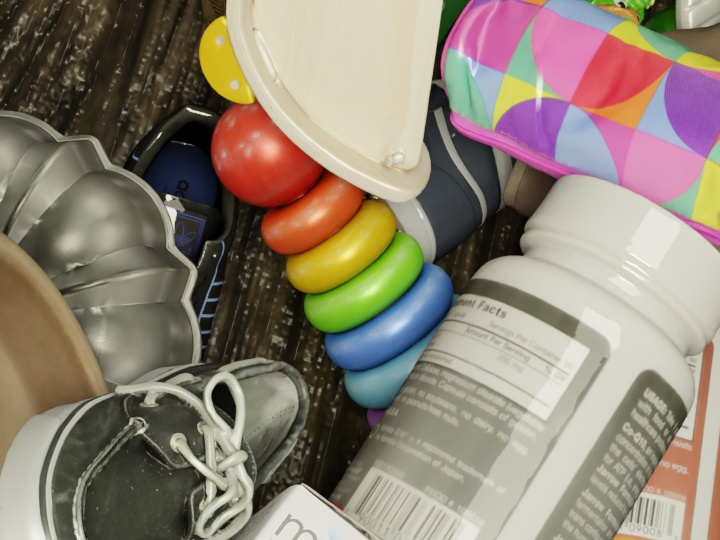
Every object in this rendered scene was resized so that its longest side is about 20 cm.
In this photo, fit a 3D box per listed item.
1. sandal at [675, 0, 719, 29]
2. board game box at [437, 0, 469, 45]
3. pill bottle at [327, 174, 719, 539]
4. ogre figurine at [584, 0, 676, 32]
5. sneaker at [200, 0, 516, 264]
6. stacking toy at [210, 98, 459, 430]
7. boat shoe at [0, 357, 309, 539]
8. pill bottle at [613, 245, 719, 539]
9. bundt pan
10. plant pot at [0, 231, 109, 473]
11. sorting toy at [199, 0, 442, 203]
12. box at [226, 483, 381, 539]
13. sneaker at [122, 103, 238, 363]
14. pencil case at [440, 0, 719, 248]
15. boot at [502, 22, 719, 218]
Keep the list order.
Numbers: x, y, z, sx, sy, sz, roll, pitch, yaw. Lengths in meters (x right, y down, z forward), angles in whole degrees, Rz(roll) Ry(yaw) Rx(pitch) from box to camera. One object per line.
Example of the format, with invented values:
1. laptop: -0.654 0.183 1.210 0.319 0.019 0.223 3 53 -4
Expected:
1. sandal: 0.202 -0.105 1.032 0.082 0.050 0.203 -16 106 -25
2. board game box: 0.039 -0.218 0.968 0.040 0.200 0.153 2 67 -18
3. pill bottle: 0.074 0.067 0.822 0.114 0.114 0.200 34 78 -3
4. ogre figurine: 0.133 -0.168 1.038 0.098 0.200 0.120 13 69 36
5. sneaker: 0.005 -0.098 0.981 0.108 0.070 0.200 -29 81 -27
6. stacking toy: 0.000 0.000 0.898 0.085 0.085 0.200 -42 105 -28
7. boat shoe: -0.071 0.076 0.728 0.068 0.199 0.074 -14 92 19
8. pill bottle: 0.138 0.082 0.926 0.112 0.112 0.200 19 61 -10
9. bundt pan: -0.171 0.024 0.825 0.201 0.076 0.202 0 87 -2
10. plant pot: -0.205 0.092 0.708 0.174 0.200 0.201 -14 68 21
11. sorting toy: 0.001 -0.162 0.872 0.107 0.200 0.180 10 25 6
12. box: -0.068 0.199 0.761 0.097 0.200 0.177 39 61 -1
13. sneaker: -0.102 0.014 0.893 0.070 0.078 0.200 14 65 -13
14. pencil case: 0.131 -0.063 0.851 0.200 0.088 0.088 29 59 26
15. boot: 0.154 -0.097 0.949 0.146 0.070 0.200 8 56 16
